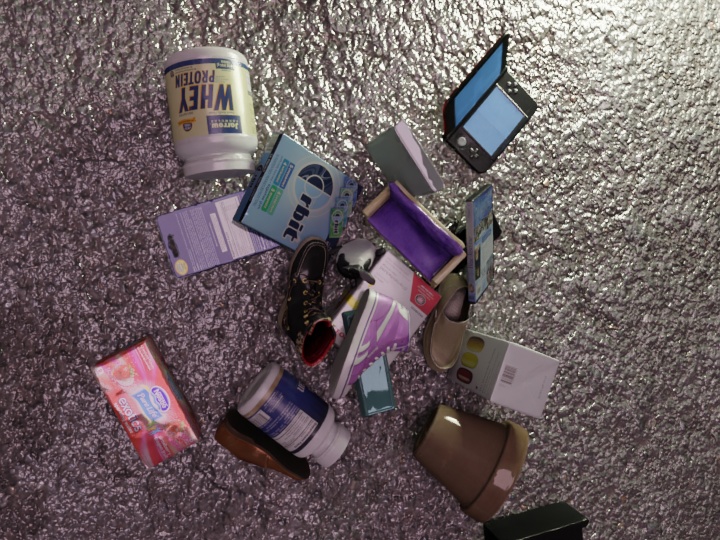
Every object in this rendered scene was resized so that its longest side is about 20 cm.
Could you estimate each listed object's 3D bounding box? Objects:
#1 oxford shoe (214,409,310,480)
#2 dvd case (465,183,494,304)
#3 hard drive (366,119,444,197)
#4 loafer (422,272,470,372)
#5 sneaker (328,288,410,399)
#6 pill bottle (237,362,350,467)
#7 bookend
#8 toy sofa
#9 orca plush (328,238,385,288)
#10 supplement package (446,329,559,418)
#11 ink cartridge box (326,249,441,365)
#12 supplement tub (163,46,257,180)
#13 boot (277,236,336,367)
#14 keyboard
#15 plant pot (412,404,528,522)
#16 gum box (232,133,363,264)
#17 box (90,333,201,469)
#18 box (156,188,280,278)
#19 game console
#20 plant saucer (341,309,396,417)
[{"bbox_3d":[-0.183,0.340,1.118,0.199,0.071,0.071,37,111,-12],"label":"oxford shoe"},{"bbox_3d":[0.232,-0.054,1.146,0.017,0.143,0.202,4,111,26],"label":"dvd case"},{"bbox_3d":[0.076,-0.193,1.084,0.026,0.200,0.132,-35,99,-9],"label":"hard drive"},{"bbox_3d":[0.175,0.106,1.182,0.075,0.068,0.202,8,94,-14],"label":"loafer"},{"bbox_3d":[0.024,0.146,1.047,0.114,0.073,0.202,26,87,-15],"label":"sneaker"},{"bbox_3d":[-0.118,0.271,1.098,0.200,0.111,0.111,41,83,-12],"label":"pill bottle"},{"bbox_3d":[0.373,0.615,1.237,0.198,0.092,0.201,-10,96,-14],"label":"bookend"},{"bbox_3d":[0.099,-0.067,1.114,0.083,0.098,0.200,-43,78,-7],"label":"toy sofa"},{"bbox_3d":[0.000,0.000,1.082,0.104,0.200,0.072,-6,107,-11],"label":"orca plush"},{"bbox_3d":[0.266,0.192,1.142,0.109,0.200,0.115,21,86,-14],"label":"supplement package"},{"bbox_3d":[0.034,0.082,1.142,0.145,0.083,0.200,40,83,-11],"label":"ink cartridge box"},{"bbox_3d":[-0.256,-0.266,1.030,0.144,0.145,0.202,-8,93,-13],"label":"supplement tub"},{"bbox_3d":[-0.086,0.056,1.052,0.073,0.151,0.201,12,111,-28],"label":"boot"},{"bbox_3d":[0.193,-0.057,1.210,0.200,0.040,0.104,-39,123,-11],"label":"keyboard"},{"bbox_3d":[0.202,0.352,1.155,0.174,0.200,0.201,30,85,7],"label":"plant pot"},{"bbox_3d":[-0.109,-0.124,1.083,0.199,0.044,0.171,27,85,-37],"label":"gum box"},{"bbox_3d":[-0.371,0.226,1.044,0.102,0.095,0.201,-27,98,-12],"label":"box"},{"bbox_3d":[-0.260,-0.071,1.093,0.199,0.032,0.122,-18,96,-14],"label":"box"},{"bbox_3d":[0.261,-0.321,1.167,0.172,0.119,0.200,42,83,-11],"label":"game console"},{"bbox_3d":[0.018,0.168,1.091,0.069,0.019,0.202,-12,95,-12],"label":"plant saucer"}]
